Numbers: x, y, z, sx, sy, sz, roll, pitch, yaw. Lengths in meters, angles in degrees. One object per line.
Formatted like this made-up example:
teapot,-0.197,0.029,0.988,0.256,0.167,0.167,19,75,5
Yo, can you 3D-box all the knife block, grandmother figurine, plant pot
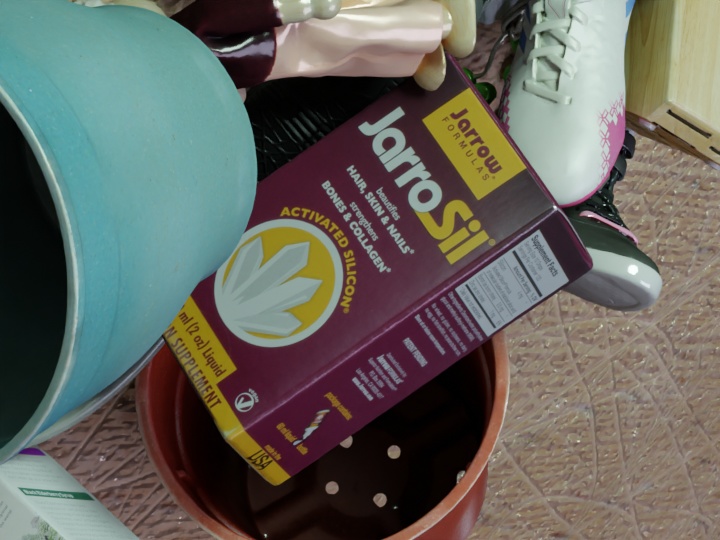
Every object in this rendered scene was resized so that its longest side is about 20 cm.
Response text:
knife block,0.188,-0.157,1.656,0.064,0.200,0.176,28,92,-22
grandmother figurine,-0.051,-0.108,1.415,0.199,0.061,0.121,-4,150,-27
plant pot,-0.010,0.088,1.667,0.201,0.201,0.195,-47,163,-9
plant pot,-0.148,-0.031,1.278,0.188,0.200,0.200,-26,145,-56

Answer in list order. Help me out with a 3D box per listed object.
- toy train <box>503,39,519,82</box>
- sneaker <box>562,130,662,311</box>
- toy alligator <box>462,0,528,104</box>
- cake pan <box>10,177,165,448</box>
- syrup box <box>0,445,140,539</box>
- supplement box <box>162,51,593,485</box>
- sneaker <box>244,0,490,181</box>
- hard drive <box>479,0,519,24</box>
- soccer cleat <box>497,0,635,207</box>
toy train,0.109,-0.074,1.788,0.042,0.056,0.200,-34,149,-32
sneaker,0.117,-0.040,1.601,0.071,0.200,0.099,30,87,-23
toy alligator,0.047,-0.066,1.665,0.200,0.054,0.059,-47,174,11
cake pan,-0.146,0.000,1.483,0.200,0.037,0.201,-39,151,-26
syrup box,-0.143,0.173,1.522,0.079,0.200,0.081,-57,153,11
supplement box,0.000,0.000,1.498,0.200,0.110,0.086,-35,154,2
sneaker,0.016,-0.126,1.547,0.200,0.060,0.104,-36,-163,28
hard drive,0.097,-0.235,1.595,0.132,0.027,0.200,-43,153,-18
soccer cleat,0.107,-0.128,1.578,0.086,0.070,0.200,70,26,-49
